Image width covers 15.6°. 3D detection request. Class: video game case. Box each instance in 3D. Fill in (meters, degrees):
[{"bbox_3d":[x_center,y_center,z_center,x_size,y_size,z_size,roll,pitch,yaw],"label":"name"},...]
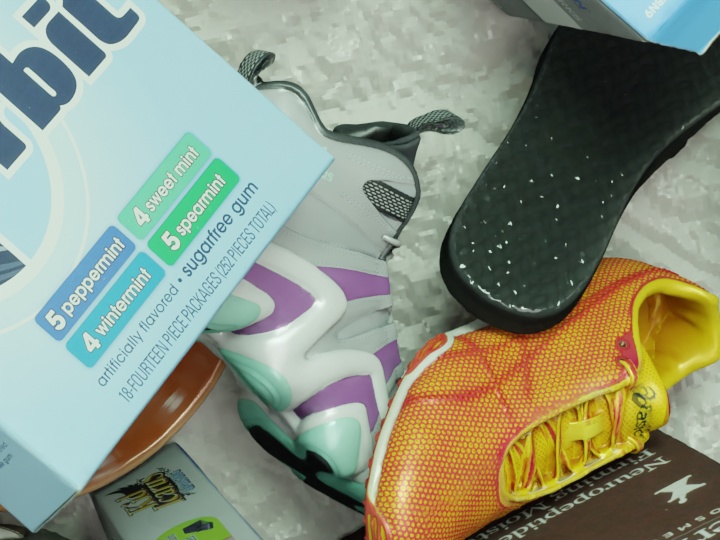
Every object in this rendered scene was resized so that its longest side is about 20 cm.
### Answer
[{"bbox_3d":[-0.037,0.180,0.987,0.045,0.181,0.201,-22,104,-10],"label":"video game case"}]

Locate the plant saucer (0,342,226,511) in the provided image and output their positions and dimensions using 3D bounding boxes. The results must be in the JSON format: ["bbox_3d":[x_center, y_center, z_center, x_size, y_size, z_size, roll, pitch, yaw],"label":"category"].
[{"bbox_3d":[-0.130,-0.010,0.989,0.199,0.032,0.202,-8,106,-29],"label":"plant saucer"}]

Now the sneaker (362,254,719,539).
[{"bbox_3d":[0.072,0.050,1.007,0.200,0.077,0.073,-40,131,-39],"label":"sneaker"}]

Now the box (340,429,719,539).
[{"bbox_3d":[0.092,0.175,1.014,0.165,0.200,0.165,-26,104,-11],"label":"box"}]

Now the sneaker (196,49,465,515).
[{"bbox_3d":[0.000,0.000,1.010,0.140,0.078,0.200,-51,129,-15],"label":"sneaker"}]

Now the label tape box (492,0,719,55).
[{"bbox_3d":[0.114,-0.158,0.967,0.063,0.200,0.144,44,86,-17],"label":"label tape box"}]

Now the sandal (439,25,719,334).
[{"bbox_3d":[0.092,-0.054,1.045,0.075,0.048,0.201,36,63,6],"label":"sandal"}]

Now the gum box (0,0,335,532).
[{"bbox_3d":[-0.130,-0.043,0.871,0.200,0.045,0.170,42,53,-6],"label":"gum box"}]

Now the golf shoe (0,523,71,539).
[{"bbox_3d":[-0.170,0.115,0.985,0.200,0.094,0.078,25,91,-53],"label":"golf shoe"}]
